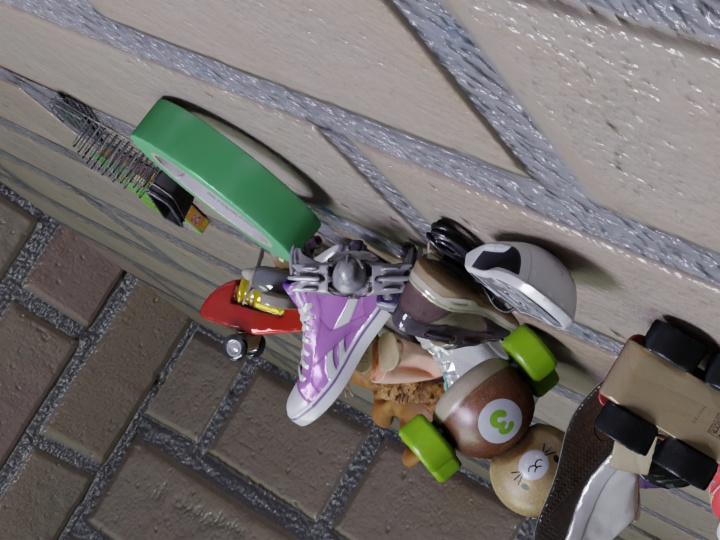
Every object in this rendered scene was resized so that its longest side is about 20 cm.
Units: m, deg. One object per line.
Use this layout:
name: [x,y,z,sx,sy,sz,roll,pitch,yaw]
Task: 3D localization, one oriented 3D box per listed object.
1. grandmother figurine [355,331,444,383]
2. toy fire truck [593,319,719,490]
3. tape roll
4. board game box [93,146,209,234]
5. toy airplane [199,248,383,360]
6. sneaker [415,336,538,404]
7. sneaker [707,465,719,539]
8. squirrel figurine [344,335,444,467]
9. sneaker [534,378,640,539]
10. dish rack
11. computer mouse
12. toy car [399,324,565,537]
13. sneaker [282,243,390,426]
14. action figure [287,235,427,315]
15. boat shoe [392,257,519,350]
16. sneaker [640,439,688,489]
grandmother figurine: [0.082,0.110,1.668,0.200,0.061,0.121,14,173,-42]
toy fire truck: [0.268,0.132,1.153,0.176,0.129,0.200,29,-177,8]
tape roll: [-0.131,-0.086,1.412,0.200,0.048,0.200,37,174,4]
board game box: [-0.278,-0.109,1.933,0.095,0.030,0.200,27,173,23]
toy airplane: [-0.066,0.024,1.678,0.199,0.142,0.200,-5,178,-28]
sneaker: [0.108,0.099,1.572,0.200,0.089,0.075,33,173,-10]
sneaker: [0.358,0.192,1.333,0.200,0.077,0.085,12,-123,-70]
squirrel figurine: [0.057,0.140,1.946,0.187,0.142,0.200,41,158,2]
sneaker: [0.234,0.185,1.362,0.084,0.200,0.073,12,-160,-31]
dish rack: [-0.290,-0.134,1.742,0.200,0.055,0.153,31,171,5]
computer mouse: [0.122,0.002,1.137,0.110,0.044,0.200,39,175,-17]
toy car: [0.167,0.187,1.431,0.200,0.164,0.158,49,177,17]
sneaker: [-0.049,0.062,1.553,0.114,0.201,0.073,29,-171,-17]
action figure: [0.000,0.000,1.378,0.130,0.070,0.200,11,178,10]
boat shoe: [0.080,0.037,1.274,0.072,0.065,0.200,46,-169,21]
sneaker: [0.307,0.175,1.447,0.087,0.076,0.200,6,164,6]
